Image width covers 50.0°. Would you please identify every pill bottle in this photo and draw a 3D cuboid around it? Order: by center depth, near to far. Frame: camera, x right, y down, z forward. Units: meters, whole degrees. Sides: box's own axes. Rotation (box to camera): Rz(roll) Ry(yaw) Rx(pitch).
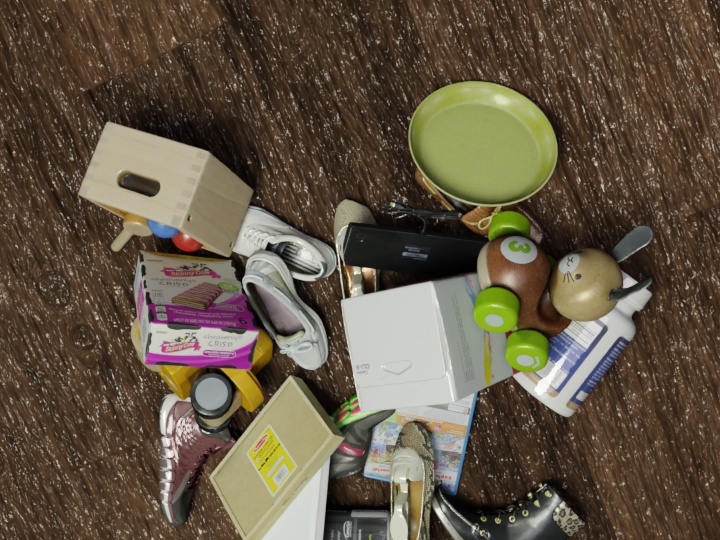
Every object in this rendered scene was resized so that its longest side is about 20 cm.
[{"bbox_3d":[0.301,0.088,1.053,0.110,0.111,0.201,35,99,-1],"label":"pill bottle"},{"bbox_3d":[-0.053,0.404,1.128,0.197,0.106,0.108,0,98,4],"label":"pill bottle"}]

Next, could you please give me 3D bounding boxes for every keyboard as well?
[{"bbox_3d":[0.079,-0.044,1.030,0.197,0.021,0.128,6,136,-13],"label":"keyboard"}]

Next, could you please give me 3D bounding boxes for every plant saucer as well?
[{"bbox_3d":[0.160,-0.163,1.024,0.197,0.031,0.203,1,63,-3],"label":"plant saucer"}]

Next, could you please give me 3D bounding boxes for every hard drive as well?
[{"bbox_3d":[-0.103,0.308,1.086,0.130,0.026,0.203,-9,66,35],"label":"hard drive"}]

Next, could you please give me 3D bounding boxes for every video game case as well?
[{"bbox_3d":[0.091,0.220,1.136,0.141,0.018,0.203,11,99,2],"label":"video game case"}]

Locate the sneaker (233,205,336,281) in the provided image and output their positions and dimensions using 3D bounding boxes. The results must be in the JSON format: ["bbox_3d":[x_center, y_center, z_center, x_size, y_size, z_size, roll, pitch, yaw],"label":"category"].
[{"bbox_3d":[-0.128,-0.042,1.086,0.197,0.071,0.074,18,99,4],"label":"sneaker"}]

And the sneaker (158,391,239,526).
[{"bbox_3d":[-0.235,0.280,1.142,0.114,0.076,0.203,-1,98,1],"label":"sneaker"}]

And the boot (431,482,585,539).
[{"bbox_3d":[0.212,0.352,1.120,0.204,0.074,0.154,44,96,-7],"label":"boot"}]

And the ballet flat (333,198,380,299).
[{"bbox_3d":[0.000,0.000,1.088,0.066,0.062,0.203,-7,97,5],"label":"ballet flat"}]

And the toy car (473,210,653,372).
[{"bbox_3d":[0.258,0.007,0.946,0.198,0.166,0.158,-18,127,35],"label":"toy car"}]

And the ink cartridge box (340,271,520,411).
[{"bbox_3d":[0.096,0.086,0.993,0.144,0.199,0.147,-13,87,35],"label":"ink cartridge box"}]

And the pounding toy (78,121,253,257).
[{"bbox_3d":[-0.273,-0.087,1.035,0.197,0.184,0.144,17,82,16],"label":"pounding toy"}]

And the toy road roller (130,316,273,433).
[{"bbox_3d":[-0.212,0.119,1.092,0.200,0.123,0.146,44,67,11],"label":"toy road roller"}]

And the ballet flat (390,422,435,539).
[{"bbox_3d":[0.067,0.317,1.078,0.067,0.075,0.203,-2,82,28],"label":"ballet flat"}]

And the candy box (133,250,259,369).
[{"bbox_3d":[-0.219,0.048,1.009,0.135,0.200,0.062,6,114,-24],"label":"candy box"}]

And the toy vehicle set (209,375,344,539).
[{"bbox_3d":[-0.121,0.263,1.082,0.201,0.026,0.124,-51,49,9],"label":"toy vehicle set"}]

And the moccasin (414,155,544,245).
[{"bbox_3d":[0.164,-0.093,1.054,0.201,0.078,0.074,40,97,-2],"label":"moccasin"}]

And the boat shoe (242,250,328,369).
[{"bbox_3d":[-0.106,0.068,1.075,0.073,0.065,0.204,-9,125,21],"label":"boat shoe"}]

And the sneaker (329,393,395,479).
[{"bbox_3d":[-0.014,0.247,1.124,0.084,0.077,0.200,42,111,-8],"label":"sneaker"}]
